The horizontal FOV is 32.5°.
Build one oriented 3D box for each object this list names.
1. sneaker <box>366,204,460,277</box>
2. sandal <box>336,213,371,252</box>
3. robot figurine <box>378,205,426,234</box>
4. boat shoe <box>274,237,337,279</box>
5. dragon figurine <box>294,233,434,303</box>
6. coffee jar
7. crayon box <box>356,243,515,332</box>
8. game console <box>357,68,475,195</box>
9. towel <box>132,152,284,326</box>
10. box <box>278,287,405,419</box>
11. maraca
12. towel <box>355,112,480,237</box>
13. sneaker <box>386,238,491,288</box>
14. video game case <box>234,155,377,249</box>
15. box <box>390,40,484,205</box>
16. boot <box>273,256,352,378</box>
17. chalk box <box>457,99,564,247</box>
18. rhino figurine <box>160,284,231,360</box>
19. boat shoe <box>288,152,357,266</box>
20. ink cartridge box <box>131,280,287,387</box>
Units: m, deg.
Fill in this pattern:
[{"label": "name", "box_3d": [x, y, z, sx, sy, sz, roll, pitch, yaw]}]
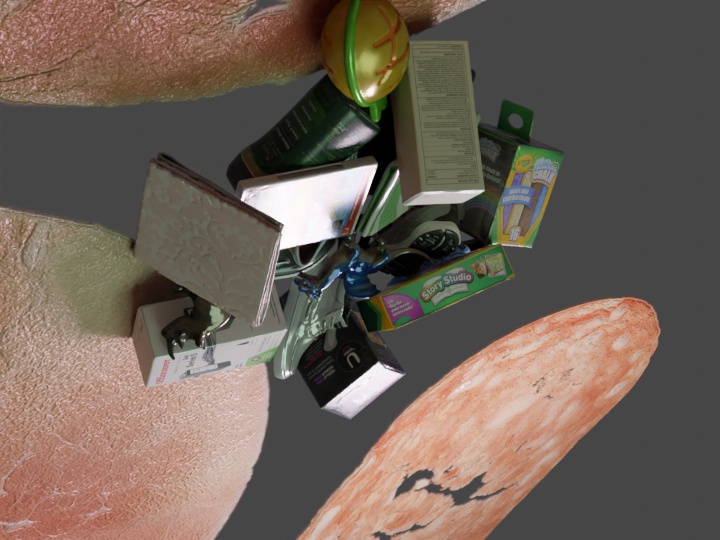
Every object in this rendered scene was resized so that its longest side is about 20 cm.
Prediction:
[{"label": "sneaker", "box_3d": [0.077, -0.048, 1.838, 0.074, 0.080, 0.199, 31, 144, -31]}, {"label": "sandal", "box_3d": [-0.004, -0.054, 1.853, 0.201, 0.048, 0.076, 100, 9, -65]}, {"label": "robot figurine", "box_3d": [0.082, -0.072, 1.941, 0.144, 0.058, 0.200, -33, 152, -5]}, {"label": "boat shoe", "box_3d": [-0.124, -0.029, 1.782, 0.198, 0.073, 0.062, -21, 153, -13]}, {"label": "dragon figurine", "box_3d": [0.000, 0.000, 1.768, 0.198, 0.059, 0.100, 3, 120, -30]}, {"label": "coffee jar", "box_3d": [-0.077, -0.159, 1.619, 0.200, 0.086, 0.104, -40, 149, 13]}, {"label": "crayon box", "box_3d": [0.108, 0.029, 1.836, 0.199, 0.059, 0.172, -23, -178, -12]}, {"label": "game console", "box_3d": [0.051, -0.205, 1.753, 0.176, 0.116, 0.201, -48, 170, -47]}, {"label": "towel", "box_3d": [-0.197, -0.037, 1.591, 0.032, 0.199, 0.192, -51, 167, -43]}, {"label": "box", "box_3d": [-0.041, 0.114, 1.947, 0.122, 0.201, 0.106, -39, 150, 11]}, {"label": "maraca", "box_3d": [0.011, -0.264, 1.523, 0.106, 0.138, 0.200, 8, 165, 16]}, {"label": "towel", "box_3d": [0.084, -0.134, 1.739, 0.199, 0.023, 0.153, -31, 156, -43]}, {"label": "sneaker", "box_3d": [0.126, -0.009, 1.963, 0.199, 0.066, 0.079, -20, 142, -29]}, {"label": "video game case", "box_3d": [-0.081, -0.080, 1.625, 0.198, 0.018, 0.144, -13, 145, -28]}, {"label": "box", "box_3d": [0.096, -0.191, 1.606, 0.094, 0.202, 0.078, -2, 172, -19]}, {"label": "boot", "box_3d": [-0.067, 0.077, 1.868, 0.074, 0.095, 0.202, -31, 135, -76]}, {"label": "chalk box", "box_3d": [0.212, -0.151, 1.859, 0.123, 0.124, 0.202, 4, 110, -48]}, {"label": "rhino figurine", "box_3d": [-0.211, 0.032, 1.695, 0.201, 0.087, 0.060, -63, 180, -9]}, {"label": "boat shoe", "box_3d": [-0.052, -0.103, 1.710, 0.074, 0.065, 0.203, 15, 115, -23]}, {"label": "ink cartridge box", "box_3d": [-0.221, 0.093, 1.790, 0.198, 0.085, 0.146, -12, 161, -19]}]
